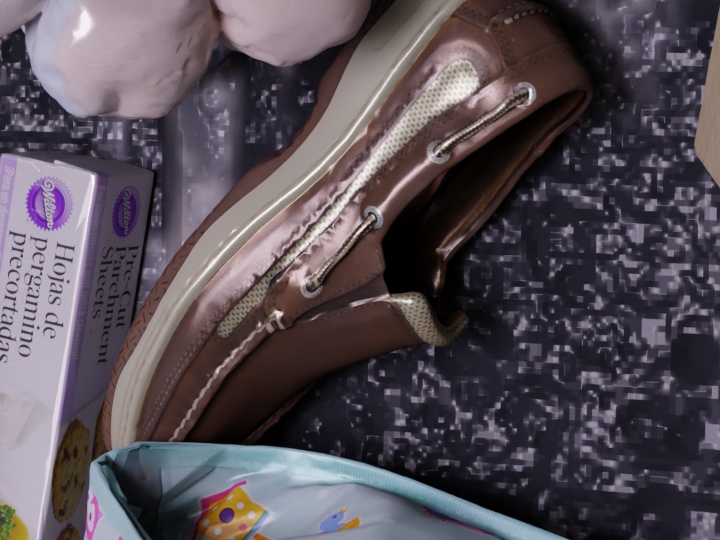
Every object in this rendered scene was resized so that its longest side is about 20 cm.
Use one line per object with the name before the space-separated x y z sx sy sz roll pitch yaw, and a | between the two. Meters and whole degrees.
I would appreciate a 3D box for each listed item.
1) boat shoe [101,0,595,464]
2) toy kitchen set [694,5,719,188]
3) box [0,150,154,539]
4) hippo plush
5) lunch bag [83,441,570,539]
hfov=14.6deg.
boat shoe | -0.003 0.000 0.868 0.075 0.075 0.202 44 110 25
toy kitchen set | 0.167 -0.147 0.789 0.180 0.163 0.200 -117 28 -52
box | -0.110 0.061 0.945 0.039 0.041 0.200 13 98 24
hippo plush | -0.098 -0.110 0.850 0.200 0.161 0.159 34 65 -4
lunch bag | -0.007 0.154 0.845 0.200 0.122 0.171 16 116 25
